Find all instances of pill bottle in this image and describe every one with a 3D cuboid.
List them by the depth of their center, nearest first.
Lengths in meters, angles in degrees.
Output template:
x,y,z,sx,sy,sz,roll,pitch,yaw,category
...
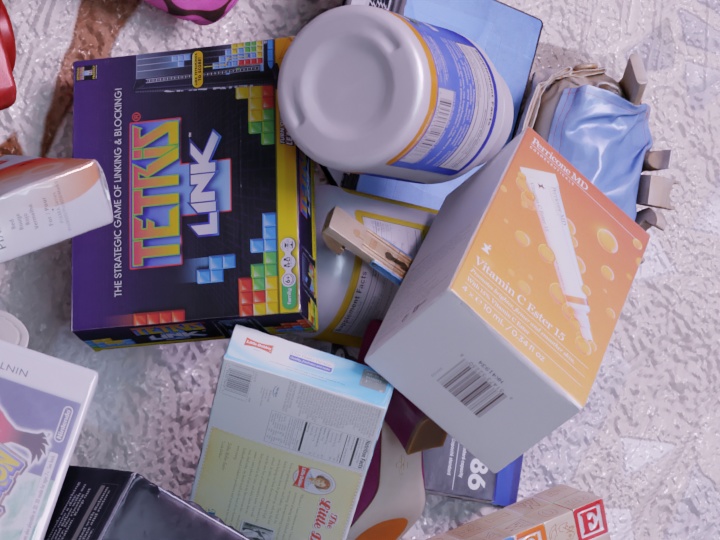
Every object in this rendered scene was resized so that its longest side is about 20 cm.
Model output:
x,y,z,sx,sy,sz,roll,pitch,yaw,category
0.033,-0.118,1.682,0.200,0.111,0.113,3,85,-66,pill bottle
0.000,0.000,1.773,0.199,0.112,0.113,12,82,-26,pill bottle

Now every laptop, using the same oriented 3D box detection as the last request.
x,y,z,sx,sy,sz,roll,pitch,yaw,category
0.051,-0.144,1.807,0.115,0.200,0.188,13,79,12,laptop

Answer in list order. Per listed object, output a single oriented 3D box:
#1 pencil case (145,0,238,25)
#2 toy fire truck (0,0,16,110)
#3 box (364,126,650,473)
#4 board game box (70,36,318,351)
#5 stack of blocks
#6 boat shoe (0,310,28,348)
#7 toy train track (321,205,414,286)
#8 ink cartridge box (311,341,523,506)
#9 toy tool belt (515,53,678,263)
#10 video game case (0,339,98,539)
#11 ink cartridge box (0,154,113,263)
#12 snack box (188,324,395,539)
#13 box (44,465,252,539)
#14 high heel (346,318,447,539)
x,y,z,sx,sy,sz,roll,pitch,yaw,category
-0.165,-0.251,1.697,0.199,0.093,0.091,22,58,-36,pencil case
-0.284,-0.197,1.604,0.112,0.168,0.201,-15,95,-27,toy fire truck
0.104,0.018,1.664,0.124,0.097,0.200,40,40,-11,box
-0.115,-0.053,1.676,0.164,0.057,0.201,-6,73,10,board game box
0.099,0.252,1.832,0.199,0.058,0.116,-20,106,-27,stack of blocks
-0.302,0.106,1.640,0.074,0.060,0.200,32,61,22,boat shoe
0.050,0.025,1.713,0.200,0.033,0.115,35,42,-17,toy train track
0.050,0.118,1.835,0.199,0.039,0.100,12,82,-27,ink cartridge box
0.181,-0.062,1.865,0.124,0.123,0.201,4,86,-27,toy tool belt
-0.286,0.127,1.582,0.181,0.023,0.201,19,63,-4,video game case
-0.284,-0.026,1.598,0.199,0.162,0.050,-19,103,-28,ink cartridge box
-0.053,0.133,1.683,0.115,0.201,0.037,18,43,1,snack box
-0.136,0.228,1.641,0.196,0.200,0.118,34,74,-22,box
0.005,0.131,1.762,0.067,0.201,0.096,-12,53,-27,high heel
